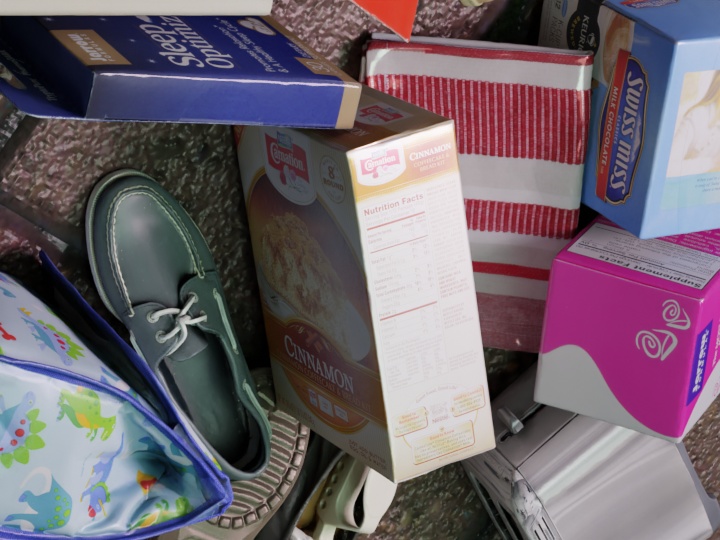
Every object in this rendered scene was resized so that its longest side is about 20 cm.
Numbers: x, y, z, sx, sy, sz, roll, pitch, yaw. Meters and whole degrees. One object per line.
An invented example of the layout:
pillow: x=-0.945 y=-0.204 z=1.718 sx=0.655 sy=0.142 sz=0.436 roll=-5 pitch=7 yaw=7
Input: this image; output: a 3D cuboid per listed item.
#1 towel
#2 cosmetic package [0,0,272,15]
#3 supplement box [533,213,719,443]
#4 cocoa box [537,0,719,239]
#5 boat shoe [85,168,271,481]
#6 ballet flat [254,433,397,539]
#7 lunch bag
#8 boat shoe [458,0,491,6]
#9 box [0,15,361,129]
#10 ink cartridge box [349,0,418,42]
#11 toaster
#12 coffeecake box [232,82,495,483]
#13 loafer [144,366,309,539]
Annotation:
towel: x=0.064 y=-0.044 z=1.579 sx=0.143 sy=0.023 sz=0.201 roll=4 pitch=116 yaw=-1
cosmetic package: x=-0.141 y=-0.194 z=1.377 sx=0.199 sy=0.071 sz=0.106 roll=-2 pitch=115 yaw=-32
supplement box: x=0.194 y=0.014 z=1.627 sx=0.200 sy=0.103 sz=0.102 roll=-38 pitch=140 yaw=-55
cocoa box: x=0.223 y=-0.112 z=1.613 sx=0.199 sy=0.131 sz=0.134 roll=-8 pitch=119 yaw=-32
boat shoe: x=-0.100 y=0.035 z=1.510 sx=0.073 sy=0.062 sz=0.201 roll=-26 pitch=109 yaw=-20
ballet flat: x=-0.024 y=0.163 z=1.648 sx=0.068 sy=0.068 sz=0.201 roll=15 pitch=106 yaw=-38
lunch bag: x=-0.183 y=0.070 z=1.430 sx=0.199 sy=0.170 sz=0.128 roll=20 pitch=103 yaw=-38
boat shoe: x=0.086 y=-0.246 z=1.485 sx=0.062 sy=0.073 sz=0.201 roll=8 pitch=116 yaw=9
box: x=-0.113 y=-0.115 z=1.406 sx=0.199 sy=0.121 sz=0.033 roll=-1 pitch=116 yaw=-32
ink cartridge box: x=0.001 y=-0.249 z=1.394 sx=0.173 sy=0.043 sz=0.201 roll=29 pitch=63 yaw=-39
toaster: x=0.154 y=0.142 z=1.727 sx=0.129 sy=0.114 sz=0.200 roll=-35 pitch=131 yaw=-7
coffeecake box: x=0.000 y=0.000 z=1.499 sx=0.073 sy=0.153 sz=0.201 roll=-17 pitch=112 yaw=-24
loafer: x=-0.100 y=0.150 z=1.595 sx=0.075 sy=0.068 sz=0.201 roll=32 pitch=78 yaw=-22
